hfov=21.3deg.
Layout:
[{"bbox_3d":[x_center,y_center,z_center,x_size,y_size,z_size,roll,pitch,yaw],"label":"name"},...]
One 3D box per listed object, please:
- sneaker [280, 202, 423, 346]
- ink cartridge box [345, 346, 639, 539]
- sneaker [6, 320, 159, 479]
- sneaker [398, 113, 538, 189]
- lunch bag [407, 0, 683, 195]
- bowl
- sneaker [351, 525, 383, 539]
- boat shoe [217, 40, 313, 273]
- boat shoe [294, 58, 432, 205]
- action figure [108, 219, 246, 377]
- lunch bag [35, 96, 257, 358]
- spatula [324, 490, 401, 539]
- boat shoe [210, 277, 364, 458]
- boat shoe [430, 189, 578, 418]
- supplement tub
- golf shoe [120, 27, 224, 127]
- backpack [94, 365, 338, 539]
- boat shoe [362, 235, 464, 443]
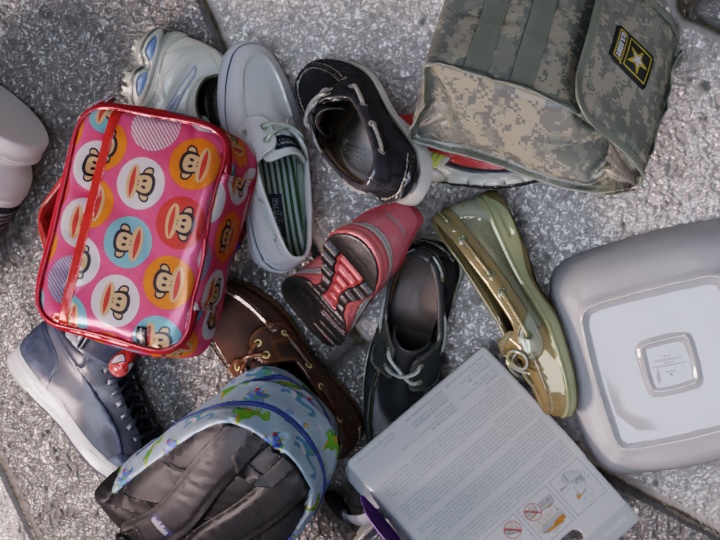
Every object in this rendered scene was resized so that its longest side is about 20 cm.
[{"bbox_3d":[0.000,0.000,1.622,0.074,0.087,0.200,50,151,2],"label":"sneaker"},{"bbox_3d":[0.109,0.188,1.602,0.160,0.047,0.200,-38,72,-15],"label":"ink cartridge box"},{"bbox_3d":[-0.207,0.098,1.715,0.202,0.077,0.146,44,108,4],"label":"sneaker"},{"bbox_3d":[0.086,-0.114,1.607,0.198,0.077,0.086,6,95,13],"label":"sneaker"},{"bbox_3d":[0.155,-0.163,1.525,0.198,0.165,0.118,17,145,3],"label":"lunch bag"},{"bbox_3d":[0.261,0.070,1.591,0.198,0.075,0.202,-13,96,15],"label":"bowl"},{"bbox_3d":[0.074,0.235,1.645,0.199,0.087,0.078,-29,131,18],"label":"sneaker"},{"bbox_3d":[-0.070,-0.101,1.634,0.073,0.067,0.202,-13,91,-28],"label":"boat shoe"},{"bbox_3d":[-0.012,-0.120,1.583,0.074,0.060,0.200,-62,41,25],"label":"boat shoe"},{"bbox_3d":[-0.154,0.010,1.661,0.065,0.052,0.201,39,86,-22],"label":"action figure"},{"bbox_3d":[-0.190,-0.037,1.599,0.174,0.082,0.202,13,88,20],"label":"lunch bag"},{"bbox_3d":[-0.002,0.209,1.628,0.021,0.200,0.057,-42,103,-12],"label":"spatula"},{"bbox_3d":[-0.075,0.086,1.683,0.200,0.070,0.071,43,107,6],"label":"boat shoe"},{"bbox_3d":[0.123,0.034,1.606,0.063,0.073,0.202,-21,86,-10],"label":"boat shoe"},{"bbox_3d":[-0.381,-0.069,1.700,0.140,0.140,0.201,39,106,5],"label":"supplement tub"},{"bbox_3d":[-0.169,-0.107,1.675,0.096,0.078,0.202,16,104,5],"label":"golf shoe"},{"bbox_3d":[-0.106,0.175,1.621,0.163,0.154,0.200,43,141,0],"label":"backpack"},{"bbox_3d":[0.037,0.071,1.653,0.071,0.068,0.202,16,104,10],"label":"boat shoe"}]
